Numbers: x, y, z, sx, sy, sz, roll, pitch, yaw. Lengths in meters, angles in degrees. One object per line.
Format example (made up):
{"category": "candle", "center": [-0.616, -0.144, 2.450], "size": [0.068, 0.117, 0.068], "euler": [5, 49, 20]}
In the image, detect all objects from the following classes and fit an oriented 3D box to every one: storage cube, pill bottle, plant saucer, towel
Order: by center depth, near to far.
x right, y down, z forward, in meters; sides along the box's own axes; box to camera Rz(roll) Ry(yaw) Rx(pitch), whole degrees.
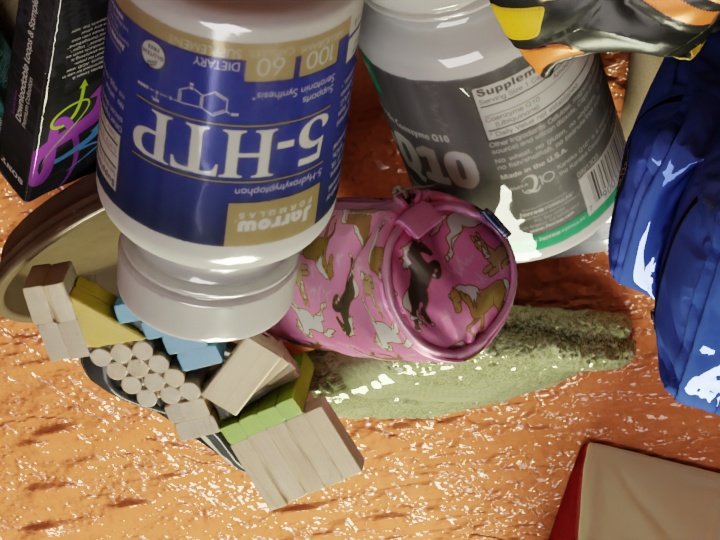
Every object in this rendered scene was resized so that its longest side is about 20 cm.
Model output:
{"category": "pill bottle", "center": [-0.066, -0.070, 1.435], "size": [0.120, 0.120, 0.200], "euler": [10, 127, 3]}
{"category": "pill bottle", "center": [0.061, -0.108, 1.489], "size": [0.113, 0.113, 0.200], "euler": [-4, 136, 19]}
{"category": "plant saucer", "center": [-0.109, -0.028, 1.610], "size": [0.200, 0.030, 0.200], "euler": [-22, 167, -5]}
{"category": "towel", "center": [0.055, 0.053, 1.661], "size": [0.148, 0.037, 0.200], "euler": [-19, 166, 30]}
{"category": "storage cube", "center": [0.190, 0.237, 1.802], "size": [0.200, 0.171, 0.180], "euler": [14, 138, 1]}

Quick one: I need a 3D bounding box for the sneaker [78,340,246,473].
{"category": "sneaker", "center": [-0.100, 0.057, 1.769], "size": [0.200, 0.072, 0.083], "euler": [34, 180, -40]}

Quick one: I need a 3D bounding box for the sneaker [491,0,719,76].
{"category": "sneaker", "center": [0.154, -0.140, 1.326], "size": [0.200, 0.070, 0.090], "euler": [-11, 127, 17]}

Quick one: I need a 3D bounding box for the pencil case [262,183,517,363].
{"category": "pencil case", "center": [0.000, 0.000, 1.528], "size": [0.083, 0.087, 0.200], "euler": [22, 171, -26]}

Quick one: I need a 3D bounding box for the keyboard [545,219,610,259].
{"category": "keyboard", "center": [0.137, -0.034, 1.634], "size": [0.200, 0.011, 0.056], "euler": [-8, 130, 22]}

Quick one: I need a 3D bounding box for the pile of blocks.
{"category": "pile of blocks", "center": [-0.082, 0.042, 1.570], "size": [0.200, 0.062, 0.082], "euler": [35, 119, -13]}

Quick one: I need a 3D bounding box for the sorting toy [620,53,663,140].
{"category": "sorting toy", "center": [0.235, -0.078, 1.535], "size": [0.200, 0.037, 0.185], "euler": [13, 136, 8]}

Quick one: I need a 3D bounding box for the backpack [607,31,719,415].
{"category": "backpack", "center": [0.204, -0.019, 1.433], "size": [0.168, 0.200, 0.163], "euler": [12, 137, 8]}

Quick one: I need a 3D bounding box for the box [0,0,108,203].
{"category": "box", "center": [-0.108, -0.132, 1.499], "size": [0.036, 0.143, 0.200], "euler": [48, 146, 26]}

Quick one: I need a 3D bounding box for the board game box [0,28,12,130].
{"category": "board game box", "center": [-0.265, -0.117, 1.565], "size": [0.200, 0.028, 0.135], "euler": [17, 163, 16]}

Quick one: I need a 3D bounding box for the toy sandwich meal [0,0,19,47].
{"category": "toy sandwich meal", "center": [-0.221, -0.189, 1.503], "size": [0.205, 0.070, 0.205], "euler": [7, 139, 7]}
